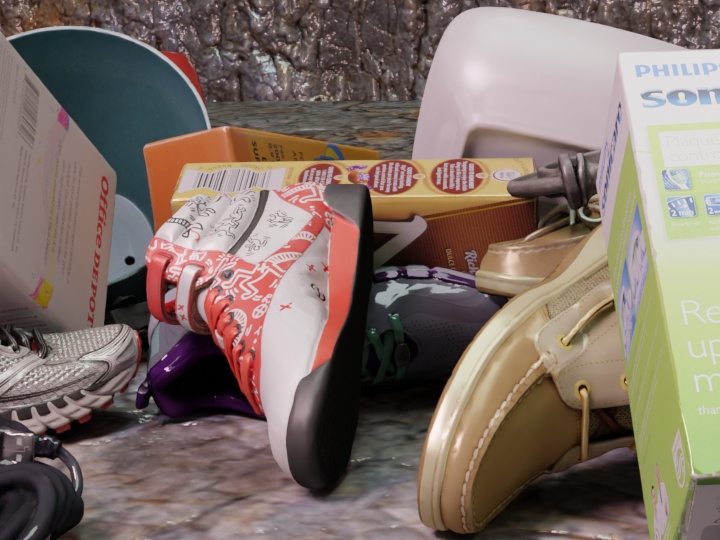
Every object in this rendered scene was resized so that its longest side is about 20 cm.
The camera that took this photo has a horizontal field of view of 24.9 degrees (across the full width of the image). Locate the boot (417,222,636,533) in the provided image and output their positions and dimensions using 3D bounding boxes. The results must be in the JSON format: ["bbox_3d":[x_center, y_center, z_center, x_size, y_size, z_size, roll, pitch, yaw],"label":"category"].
[{"bbox_3d":[0.131,0.062,0.684,0.155,0.073,0.200,25,44,27],"label":"boot"}]

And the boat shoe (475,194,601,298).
[{"bbox_3d":[0.150,-0.027,0.840,0.200,0.063,0.073,-11,7,-15],"label":"boat shoe"}]

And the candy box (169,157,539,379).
[{"bbox_3d":[0.000,0.000,0.914,0.199,0.117,0.057,-2,28,4],"label":"candy box"}]

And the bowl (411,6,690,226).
[{"bbox_3d":[0.121,-0.043,0.959,0.199,0.200,0.075,16,41,9],"label":"bowl"}]

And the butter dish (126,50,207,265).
[{"bbox_3d":[-0.220,-0.066,1.312,0.199,0.148,0.200,-5,55,-15],"label":"butter dish"}]

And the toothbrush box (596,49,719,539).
[{"bbox_3d":[0.176,0.013,0.624,0.145,0.086,0.201,-1,51,0],"label":"toothbrush box"}]

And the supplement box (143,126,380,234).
[{"bbox_3d":[-0.053,-0.048,1.040,0.069,0.067,0.200,-12,-5,25],"label":"supplement box"}]

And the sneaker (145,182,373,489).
[{"bbox_3d":[-0.054,0.029,0.791,0.107,0.067,0.202,-1,39,8],"label":"sneaker"}]

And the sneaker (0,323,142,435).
[{"bbox_3d":[-0.207,0.045,0.823,0.199,0.083,0.078,-5,11,-22],"label":"sneaker"}]

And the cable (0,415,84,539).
[{"bbox_3d":[-0.213,0.101,0.640,0.199,0.051,0.163,1,15,2],"label":"cable"}]

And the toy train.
[{"bbox_3d":[-0.087,0.022,1.055,0.199,0.034,0.046,-13,-19,-44],"label":"toy train"}]

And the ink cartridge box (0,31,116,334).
[{"bbox_3d":[-0.226,-0.029,0.910,0.125,0.129,0.200,-6,-29,15],"label":"ink cartridge box"}]

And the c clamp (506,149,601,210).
[{"bbox_3d":[0.166,-0.063,0.790,0.199,0.027,0.171,-14,7,10],"label":"c clamp"}]

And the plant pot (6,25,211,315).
[{"bbox_3d":[-0.193,-0.043,1.104,0.199,0.201,0.135,-2,-27,-1],"label":"plant pot"}]

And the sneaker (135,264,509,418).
[{"bbox_3d":[-0.017,0.051,0.861,0.199,0.075,0.088,-4,31,7],"label":"sneaker"}]
